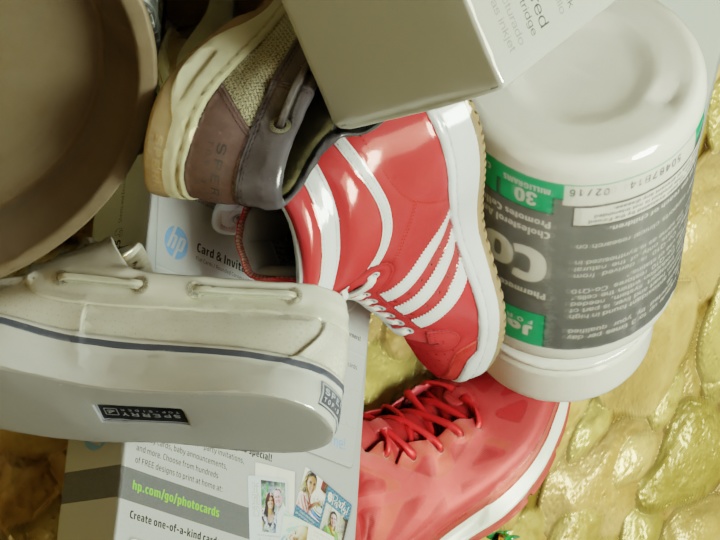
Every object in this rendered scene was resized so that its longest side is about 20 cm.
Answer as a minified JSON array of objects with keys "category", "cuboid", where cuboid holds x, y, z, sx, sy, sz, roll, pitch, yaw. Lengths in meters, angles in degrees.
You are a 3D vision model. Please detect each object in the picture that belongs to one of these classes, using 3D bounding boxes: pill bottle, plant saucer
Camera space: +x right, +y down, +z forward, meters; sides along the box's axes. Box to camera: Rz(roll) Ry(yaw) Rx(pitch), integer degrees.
[{"category":"pill bottle","cuboid":[0.097,-0.030,1.015,0.113,0.113,0.200,-45,154,-26]},{"category":"plant saucer","cuboid":[-0.172,-0.068,0.772,0.199,0.030,0.201,-9,135,-10]}]

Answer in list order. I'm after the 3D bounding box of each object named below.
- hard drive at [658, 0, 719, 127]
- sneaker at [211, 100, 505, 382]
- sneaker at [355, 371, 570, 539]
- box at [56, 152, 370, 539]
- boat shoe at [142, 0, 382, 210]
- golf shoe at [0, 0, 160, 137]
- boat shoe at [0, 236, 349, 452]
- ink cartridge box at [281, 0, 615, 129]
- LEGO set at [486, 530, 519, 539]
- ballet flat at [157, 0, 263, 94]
[{"category":"hard drive","cuboid":[0.143,-0.098,1.163,0.132,0.026,0.201,5,101,-47]},{"category":"sneaker","cuboid":[0.000,0.000,0.953,0.112,0.071,0.200,-32,143,-16]},{"category":"sneaker","cuboid":[0.023,0.084,1.067,0.200,0.078,0.116,-51,136,-22]},{"category":"box","cuboid":[-0.059,0.067,0.946,0.156,0.041,0.201,26,62,-48]},{"category":"boat shoe","cuboid":[-0.010,-0.083,0.852,0.200,0.065,0.072,-48,157,-45]},{"category":"golf shoe","cuboid":[-0.112,-0.131,0.819,0.077,0.095,0.200,6,128,-24]},{"category":"boat shoe","cuboid":[-0.101,0.023,0.854,0.071,0.199,0.070,72,25,-58]},{"category":"ink cartridge box","cuboid":[0.047,-0.163,0.820,0.200,0.083,0.146,-40,110,-45]},{"category":"LEGO set","cuboid":[0.082,0.240,1.188,0.153,0.116,0.201,10,93,-18]},{"category":"ballet flat","cuboid":[-0.059,-0.113,0.888,0.074,0.074,0.201,-26,134,-38]}]
